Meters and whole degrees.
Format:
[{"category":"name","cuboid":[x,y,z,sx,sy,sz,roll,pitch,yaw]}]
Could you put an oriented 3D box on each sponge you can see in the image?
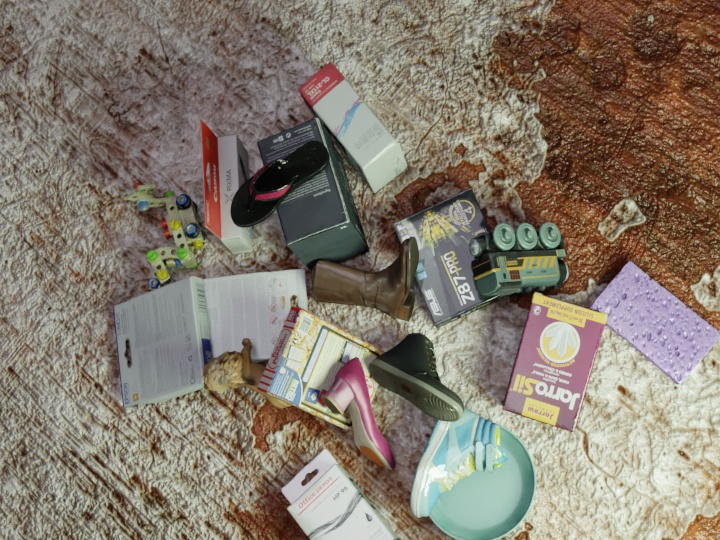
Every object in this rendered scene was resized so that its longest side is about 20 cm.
[{"category":"sponge","cuboid":[0.502,0.089,1.681,0.199,0.030,0.112,41,87,15]}]

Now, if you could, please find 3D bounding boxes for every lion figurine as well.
[{"category":"lion figurine","cuboid":[-0.172,0.190,1.692,0.197,0.123,0.073,21,115,-5]}]

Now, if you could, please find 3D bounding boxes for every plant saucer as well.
[{"category":"plant saucer","cuboid":[0.197,0.355,1.651,0.196,0.036,0.204,-5,68,12]}]

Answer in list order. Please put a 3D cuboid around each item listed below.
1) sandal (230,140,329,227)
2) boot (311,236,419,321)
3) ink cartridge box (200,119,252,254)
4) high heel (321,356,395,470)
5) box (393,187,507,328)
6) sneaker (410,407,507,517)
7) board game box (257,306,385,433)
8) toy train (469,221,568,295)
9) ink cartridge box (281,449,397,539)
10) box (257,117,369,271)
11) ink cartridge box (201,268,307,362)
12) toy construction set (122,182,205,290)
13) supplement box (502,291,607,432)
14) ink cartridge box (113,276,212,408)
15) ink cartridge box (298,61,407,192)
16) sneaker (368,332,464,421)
[{"category":"sandal","cuboid":[-0.141,-0.150,1.631,0.199,0.045,0.076,-37,72,4]},{"category":"boot","cuboid":[0.000,0.000,1.720,0.196,0.189,0.065,14,39,13]},{"category":"ink cartridge box","cuboid":[-0.241,-0.151,1.786,0.044,0.176,0.204,-7,75,7]},{"category":"high heel","cuboid":[0.017,0.246,1.676,0.201,0.067,0.096,51,61,-19]},{"category":"box","cuboid":[0.167,-0.023,1.753,0.159,0.049,0.203,-23,75,4]},{"category":"sneaker","cuboid":[0.166,0.324,1.609,0.128,0.080,0.203,18,74,21]},{"category":"board game box","cuboid":[-0.060,0.173,1.683,0.198,0.046,0.154,29,78,-27]},{"category":"toy train","cuboid":[0.273,-0.018,1.684,0.197,0.085,0.116,-3,78,-32]},{"category":"ink cartridge box","cuboid":[-0.043,0.413,1.670,0.116,0.068,0.200,-41,73,-3]},{"category":"box","cuboid":[-0.080,-0.128,1.742,0.122,0.200,0.200,-21,73,5]},{"category":"ink cartridge box","cuboid":[-0.190,0.088,1.790,0.195,0.047,0.164,-6,75,4]},{"category":"toy construction set","cuboid":[-0.364,-0.074,1.838,0.129,0.092,0.204,-21,85,4]},{"category":"supplement box","cuboid":[0.323,0.153,1.645,0.128,0.103,0.204,15,87,12]},{"category":"ink cartridge box","cuboid":[-0.359,0.134,1.794,0.197,0.043,0.200,-19,72,29]},{"category":"ink cartridge box","cuboid":[-0.012,-0.257,1.790,0.082,0.146,0.201,-38,73,-1]},{"category":"sneaker","cuboid":[0.115,0.170,1.649,0.198,0.076,0.106,27,56,38]}]
